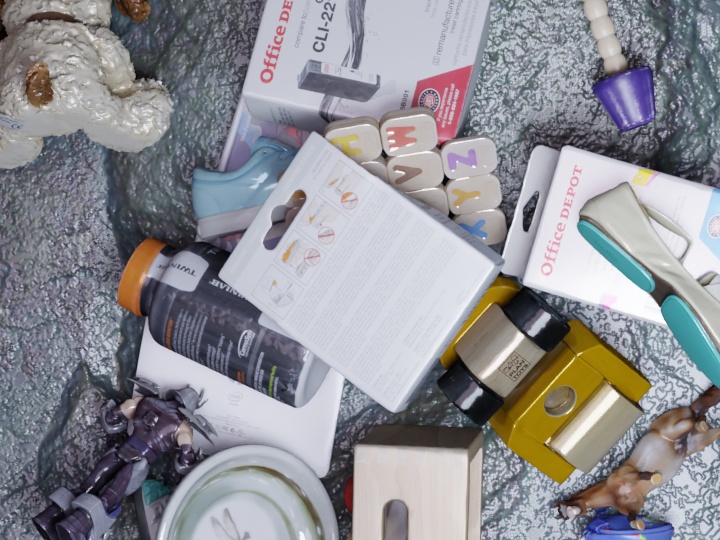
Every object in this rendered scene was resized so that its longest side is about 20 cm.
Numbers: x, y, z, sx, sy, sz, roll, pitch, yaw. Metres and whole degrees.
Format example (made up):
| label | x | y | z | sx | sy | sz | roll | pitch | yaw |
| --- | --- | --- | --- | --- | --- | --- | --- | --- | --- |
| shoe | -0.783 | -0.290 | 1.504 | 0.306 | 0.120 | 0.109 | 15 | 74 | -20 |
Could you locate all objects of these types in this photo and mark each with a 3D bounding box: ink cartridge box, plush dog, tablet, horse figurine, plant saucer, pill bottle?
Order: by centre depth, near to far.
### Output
| label | x | y | z | sx | sy | sz | roll | pitch | yaw |
| --- | --- | --- | --- | --- | --- | --- | --- | --- | --- |
| ink cartridge box | 0.000 | 0.000 | 1.635 | 0.200 | 0.047 | 0.160 | 37 | 104 | 11 |
| ink cartridge box | 0.234 | -0.029 | 1.671 | 0.199 | 0.125 | 0.129 | 18 | 94 | 8 |
| horse figurine | 0.269 | 0.165 | 1.683 | 0.200 | 0.133 | 0.050 | -44 | 96 | -11 |
| ink cartridge box | 0.006 | -0.193 | 1.707 | 0.199 | 0.084 | 0.145 | 13 | 80 | 7 |
| pill bottle | -0.122 | 0.040 | 1.732 | 0.199 | 0.106 | 0.107 | 24 | 95 | 11 |
| plant saucer | -0.112 | 0.259 | 1.737 | 0.199 | 0.050 | 0.201 | 1 | 88 | -36 |
| plush dog | -0.283 | -0.207 | 1.752 | 0.199 | 0.161 | 0.173 | -8 | 64 | 7 |
| tablet | -0.116 | 0.115 | 1.788 | 0.199 | 0.014 | 0.131 | 11 | 93 | 8 |

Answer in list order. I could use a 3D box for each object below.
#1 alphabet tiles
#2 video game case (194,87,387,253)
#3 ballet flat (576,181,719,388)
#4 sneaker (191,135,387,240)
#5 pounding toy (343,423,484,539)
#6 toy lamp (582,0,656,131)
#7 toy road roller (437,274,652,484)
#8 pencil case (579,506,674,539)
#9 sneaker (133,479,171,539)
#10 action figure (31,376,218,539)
| label | x | y | z | sx | sy | sz | roll | pitch | yaw |
| --- | --- | --- | --- | --- | --- | --- | --- | --- | --- |
| alphabet tiles | 0.030 | -0.054 | 1.679 | 0.195 | 0.015 | 0.201 | -9 | 129 | 3 |
| video game case | -0.043 | -0.085 | 1.765 | 0.181 | 0.023 | 0.201 | 18 | 95 | 8 |
| ballet flat | 0.266 | 0.008 | 1.576 | 0.069 | 0.069 | 0.200 | -41 | 85 | 8 |
| sneaker | -0.063 | -0.088 | 1.721 | 0.199 | 0.074 | 0.082 | -14 | 91 | 7 |
| pounding toy | 0.030 | 0.247 | 1.682 | 0.141 | 0.184 | 0.201 | 2 | 92 | 9 |
| toy lamp | 0.218 | -0.224 | 1.704 | 0.058 | 0.058 | 0.201 | -19 | 89 | 9 |
| toy road roller | 0.150 | 0.082 | 1.707 | 0.200 | 0.146 | 0.123 | 37 | 99 | -31 |
| pencil case | 0.234 | 0.317 | 1.705 | 0.086 | 0.078 | 0.201 | 3 | 92 | -8 |
| sneaker | -0.187 | 0.299 | 1.776 | 0.091 | 0.078 | 0.201 | -22 | 80 | 24 |
| action figure | -0.213 | 0.177 | 1.745 | 0.130 | 0.070 | 0.200 | 23 | 60 | 41 |
